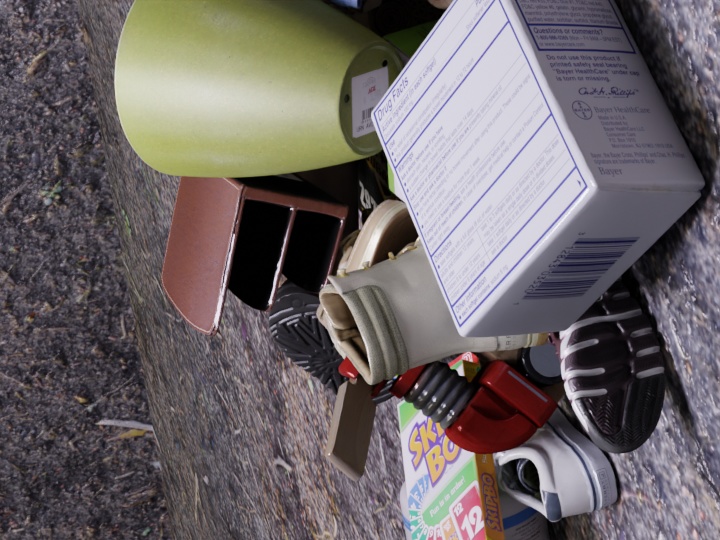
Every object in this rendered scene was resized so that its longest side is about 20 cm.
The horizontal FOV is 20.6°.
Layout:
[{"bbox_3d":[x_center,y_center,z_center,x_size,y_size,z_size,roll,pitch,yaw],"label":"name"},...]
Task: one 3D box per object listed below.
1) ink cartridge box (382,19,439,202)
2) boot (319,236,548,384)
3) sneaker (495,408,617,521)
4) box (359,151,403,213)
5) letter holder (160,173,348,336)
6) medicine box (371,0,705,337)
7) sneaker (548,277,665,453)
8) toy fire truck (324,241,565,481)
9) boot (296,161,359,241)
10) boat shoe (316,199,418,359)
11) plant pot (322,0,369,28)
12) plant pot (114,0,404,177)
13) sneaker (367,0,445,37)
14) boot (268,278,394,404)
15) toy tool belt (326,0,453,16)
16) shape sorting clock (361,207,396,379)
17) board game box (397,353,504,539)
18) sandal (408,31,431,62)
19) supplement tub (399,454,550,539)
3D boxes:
[{"bbox_3d":[0.097,-0.097,1.606,0.200,0.075,0.149,42,145,49],"label":"ink cartridge box"},{"bbox_3d":[0.040,-0.006,1.497,0.072,0.153,0.201,88,162,-48],"label":"boot"},{"bbox_3d":[0.144,0.155,1.671,0.200,0.070,0.074,-149,47,-69],"label":"sneaker"},{"bbox_3d":[0.043,-0.088,1.860,0.200,0.049,0.161,-125,23,-51],"label":"box"},{"bbox_3d":[-0.101,-0.017,1.770,0.200,0.100,0.144,-145,68,-67],"label":"letter holder"},{"bbox_3d":[0.117,-0.087,1.379,0.182,0.102,0.201,-50,51,45],"label":"medicine box"},{"bbox_3d":[0.175,0.057,1.493,0.116,0.075,0.202,95,166,-64],"label":"sneaker"},{"bbox_3d":[0.058,0.098,1.592,0.176,0.201,0.129,38,170,-2],"label":"toy fire truck"},{"bbox_3d":[-0.028,-0.100,1.829,0.201,0.069,0.147,-104,21,-46],"label":"boot"},{"bbox_3d":[0.000,0.000,1.717,0.065,0.072,0.201,46,149,21],"label":"boat shoe"},{"bbox_3d":[-0.054,-0.266,1.796,0.135,0.199,0.202,46,150,37],"label":"plant pot"},{"bbox_3d":[-0.066,-0.155,1.627,0.199,0.187,0.189,13,123,35],"label":"plant pot"},{"bbox_3d":[0.036,-0.264,1.722,0.076,0.070,0.202,-91,-6,-83],"label":"sneaker"},{"bbox_3d":[-0.030,0.021,1.922,0.211,0.079,0.159,54,-153,-52],"label":"boot"},{"bbox_3d":[-0.009,-0.263,1.611,0.199,0.122,0.126,35,121,33],"label":"toy tool belt"},{"bbox_3d":[0.038,0.038,1.840,0.200,0.039,0.202,166,90,-84],"label":"shape sorting clock"},{"bbox_3d":[0.076,0.170,1.690,0.095,0.030,0.202,-38,45,42],"label":"board game box"},{"bbox_3d":[0.116,-0.189,1.485,0.069,0.078,0.212,40,146,-8],"label":"sandal"},{"bbox_3d":[0.112,0.277,1.790,0.132,0.131,0.202,-145,43,-67],"label":"supplement tub"}]
